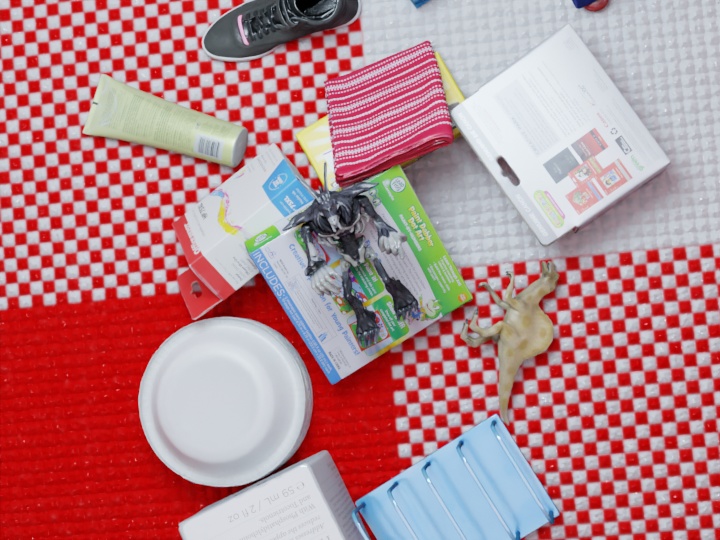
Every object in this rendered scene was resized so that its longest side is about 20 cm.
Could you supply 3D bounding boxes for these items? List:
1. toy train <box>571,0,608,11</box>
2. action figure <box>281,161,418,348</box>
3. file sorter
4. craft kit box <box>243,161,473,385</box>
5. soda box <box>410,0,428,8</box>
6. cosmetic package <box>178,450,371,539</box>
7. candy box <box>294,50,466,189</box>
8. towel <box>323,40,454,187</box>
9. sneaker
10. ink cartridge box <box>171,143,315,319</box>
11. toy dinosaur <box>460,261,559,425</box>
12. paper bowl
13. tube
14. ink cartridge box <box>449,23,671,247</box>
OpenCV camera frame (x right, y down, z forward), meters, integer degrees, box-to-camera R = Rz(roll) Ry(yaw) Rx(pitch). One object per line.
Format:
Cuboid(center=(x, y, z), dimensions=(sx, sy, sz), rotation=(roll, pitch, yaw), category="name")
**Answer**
Cuboid(center=(0.318, -0.399, 1.674), dimensions=(0.200, 0.085, 0.116), rotation=(-27, 71, 5), category="toy train")
Cuboid(center=(-0.005, -0.018, 1.564), dimensions=(0.119, 0.102, 0.200), rotation=(-29, 118, -1), category="action figure")
Cuboid(center=(0.108, 0.277, 1.639), dimensions=(0.200, 0.123, 0.139), rotation=(-33, 85, 4), category="file sorter")
Cuboid(center=(0.000, 0.000, 1.649), dimensions=(0.197, 0.049, 0.200), rotation=(-30, 115, 1), category="craft kit box")
Cuboid(center=(0.035, -0.415, 1.708), dimensions=(0.064, 0.068, 0.200), rotation=(-33, 84, 5), category="soda box")
Cuboid(center=(-0.077, 0.334, 1.635), dimensions=(0.167, 0.166, 0.200), rotation=(-27, 86, 4), category="cosmetic package")
Cuboid(center=(0.031, -0.169, 1.718), dimensions=(0.200, 0.026, 0.102), rotation=(-30, 81, 4), category="candy box")
Cuboid(center=(0.028, -0.184, 1.649), dimensions=(0.144, 0.022, 0.200), rotation=(-21, 41, 11), category="towel")
Cuboid(center=(-0.102, -0.303, 1.703), dimensions=(0.200, 0.099, 0.071), rotation=(-15, 87, 7), category="sneaker")
Cuboid(center=(-0.147, -0.046, 1.681), dimensions=(0.200, 0.116, 0.067), rotation=(-39, 121, 3), category="ink cartridge box")
Cuboid(center=(0.172, 0.076, 1.669), dimensions=(0.101, 0.058, 0.200), rotation=(19, 89, -4), category="toy dinosaur")
Cuboid(center=(-0.161, 0.154, 1.686), dimensions=(0.200, 0.104, 0.201), rotation=(-1, 86, 7), category="paper bowl")
Cuboid(center=(-0.236, -0.177, 1.741), dimensions=(0.200, 0.052, 0.058), rotation=(17, 48, 10), category="tube")
Cuboid(center=(0.227, -0.150, 1.664), dimensions=(0.176, 0.084, 0.200), rotation=(-35, 84, 4), category="ink cartridge box")
